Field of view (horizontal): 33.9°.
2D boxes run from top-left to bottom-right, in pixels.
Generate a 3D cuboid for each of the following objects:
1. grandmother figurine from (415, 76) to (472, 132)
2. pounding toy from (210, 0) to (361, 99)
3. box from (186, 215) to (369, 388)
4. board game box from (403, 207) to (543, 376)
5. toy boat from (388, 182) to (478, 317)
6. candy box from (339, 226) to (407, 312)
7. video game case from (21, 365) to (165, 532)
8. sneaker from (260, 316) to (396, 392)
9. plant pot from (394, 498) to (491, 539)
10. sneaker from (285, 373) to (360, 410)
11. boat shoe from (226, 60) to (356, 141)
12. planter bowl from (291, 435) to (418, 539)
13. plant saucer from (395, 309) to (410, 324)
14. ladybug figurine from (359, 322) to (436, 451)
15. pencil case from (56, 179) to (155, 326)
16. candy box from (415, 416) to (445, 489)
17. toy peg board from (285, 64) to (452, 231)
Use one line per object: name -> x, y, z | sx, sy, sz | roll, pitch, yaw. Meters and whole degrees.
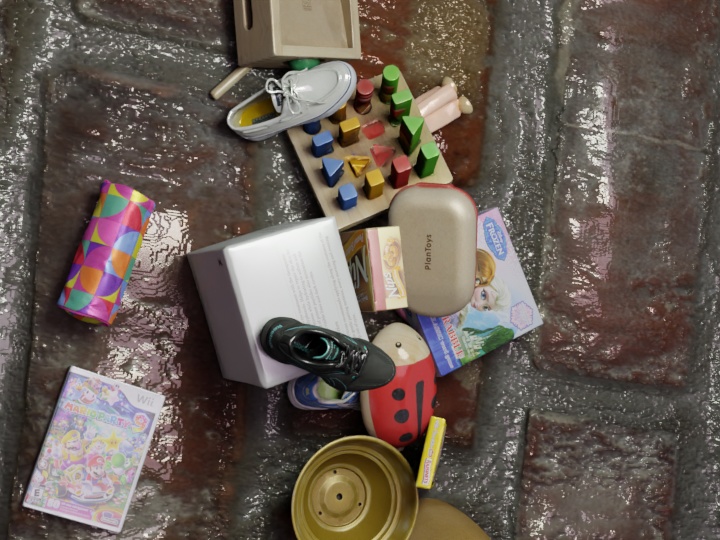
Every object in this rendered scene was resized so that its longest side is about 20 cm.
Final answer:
grandmother figurine -> 0.073, -0.228, 1.837 | 0.200, 0.061, 0.121 | -36, 73, -22
pounding toy -> -0.116, -0.359, 1.739 | 0.183, 0.142, 0.201 | -5, 92, -37
box -> -0.119, 0.043, 1.669 | 0.171, 0.200, 0.200 | -18, 96, -24
board game box -> 0.160, 0.032, 1.817 | 0.199, 0.041, 0.201 | -26, 97, -22
toy boat -> 0.111, -0.036, 1.721 | 0.130, 0.131, 0.201 | 5, 109, 15
candy box -> 0.000, 0.000, 1.720 | 0.055, 0.200, 0.116 | -7, 91, -23
video game case -> -0.371, 0.250, 1.653 | 0.143, 0.018, 0.201 | 21, 80, -20
sneaker -> -0.034, 0.117, 1.556 | 0.199, 0.079, 0.076 | 18, 85, -26
plant pot -> 0.136, 0.448, 1.759 | 0.185, 0.200, 0.188 | 1, 89, -22
sneaker -> -0.009, 0.178, 1.776 | 0.199, 0.077, 0.076 | -7, 89, -26
boat shoe -> -0.106, -0.248, 1.690 | 0.086, 0.201, 0.075 | 8, 65, -66
planter bowl -> -0.020, 0.342, 1.759 | 0.199, 0.083, 0.202 | 0, 89, -21
plant saucer -> 0.118, -0.003, 1.851 | 0.199, 0.051, 0.202 | 1, 86, -23
ladybug figurine -> 0.063, 0.178, 1.749 | 0.135, 0.072, 0.201 | -22, 117, -39
pencil case -> -0.352, -0.024, 1.641 | 0.088, 0.088, 0.201 | 23, 77, -20
candy box -> 0.106, 0.272, 1.761 | 0.026, 0.200, 0.103 | 10, 82, 6
toy peg board -> 0.011, -0.193, 1.735 | 0.198, 0.098, 0.201 | -23, 75, -9
